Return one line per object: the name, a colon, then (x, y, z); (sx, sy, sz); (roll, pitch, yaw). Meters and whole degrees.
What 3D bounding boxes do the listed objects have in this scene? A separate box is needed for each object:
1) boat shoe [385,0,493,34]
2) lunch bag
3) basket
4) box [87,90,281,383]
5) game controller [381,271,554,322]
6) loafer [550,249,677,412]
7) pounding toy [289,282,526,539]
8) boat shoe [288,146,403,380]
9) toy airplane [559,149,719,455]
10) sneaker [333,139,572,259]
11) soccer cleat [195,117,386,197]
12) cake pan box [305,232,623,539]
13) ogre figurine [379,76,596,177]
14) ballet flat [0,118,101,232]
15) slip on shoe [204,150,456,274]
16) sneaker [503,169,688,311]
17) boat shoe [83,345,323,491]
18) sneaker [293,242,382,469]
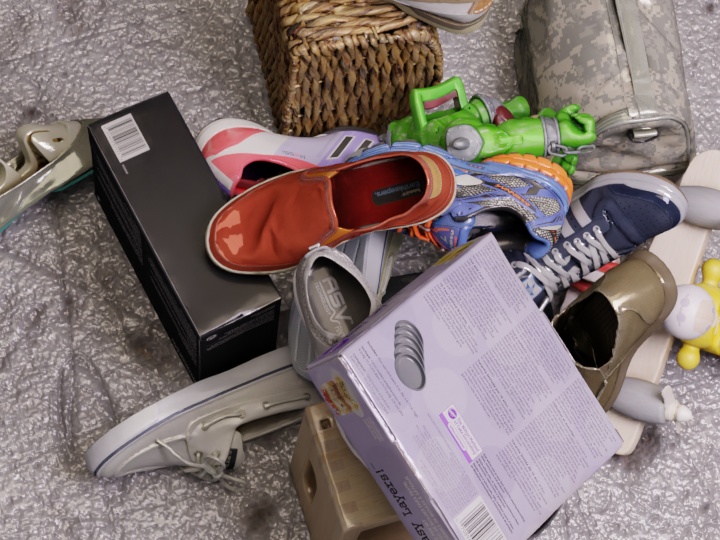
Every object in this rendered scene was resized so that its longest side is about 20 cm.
boat shoe: (0.011, -0.248, 1.616); (0.199, 0.068, 0.075); (16, 68, -1)
lunch bag: (0.212, -0.173, 1.772); (0.138, 0.168, 0.201); (-4, 68, -8)
basket: (-0.011, -0.211, 1.743); (0.142, 0.200, 0.150); (-10, 69, -9)
box: (-0.143, -0.022, 1.684); (0.079, 0.141, 0.201); (-25, 73, -16)
game controller: (0.067, 0.051, 1.741); (0.199, 0.042, 0.105); (-9, 84, -10)
loafer: (0.178, 0.060, 1.661); (0.067, 0.200, 0.076); (-14, 55, -37)
pounding toy: (0.047, 0.126, 1.615); (0.183, 0.200, 0.143); (-14, 70, -12)
boat shoe: (0.000, 0.000, 1.691); (0.072, 0.062, 0.201); (6, 71, 39)
toy airplane: (0.254, 0.026, 1.710); (0.198, 0.141, 0.201); (-25, 88, 6)
sneaker: (0.065, -0.049, 1.615); (0.199, 0.076, 0.079); (0, 47, 4)
soccer cleat: (-0.040, -0.080, 1.728); (0.199, 0.068, 0.073); (5, 35, -32)
cake pan box: (0.080, 0.101, 1.483); (0.184, 0.052, 0.201); (-39, 99, -37)
ogre figurine: (0.096, -0.111, 1.715); (0.119, 0.099, 0.200); (-7, 27, -24)
ballet flat: (-0.279, -0.083, 1.727); (0.200, 0.064, 0.067); (-37, 32, -17)
slip on shoe: (-0.027, -0.048, 1.575); (0.199, 0.061, 0.075); (-15, 81, 12)
sneaker: (0.164, -0.012, 1.664); (0.070, 0.199, 0.109); (49, 49, -30)
boat shoe: (-0.117, 0.137, 1.666); (0.201, 0.075, 0.086); (-23, 75, -25)
sneaker: (0.000, 0.070, 1.513); (0.074, 0.082, 0.201); (-31, 73, -2)
